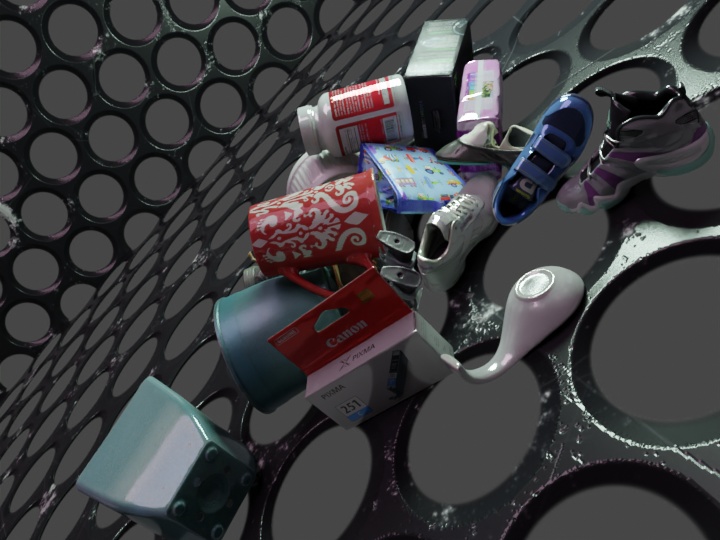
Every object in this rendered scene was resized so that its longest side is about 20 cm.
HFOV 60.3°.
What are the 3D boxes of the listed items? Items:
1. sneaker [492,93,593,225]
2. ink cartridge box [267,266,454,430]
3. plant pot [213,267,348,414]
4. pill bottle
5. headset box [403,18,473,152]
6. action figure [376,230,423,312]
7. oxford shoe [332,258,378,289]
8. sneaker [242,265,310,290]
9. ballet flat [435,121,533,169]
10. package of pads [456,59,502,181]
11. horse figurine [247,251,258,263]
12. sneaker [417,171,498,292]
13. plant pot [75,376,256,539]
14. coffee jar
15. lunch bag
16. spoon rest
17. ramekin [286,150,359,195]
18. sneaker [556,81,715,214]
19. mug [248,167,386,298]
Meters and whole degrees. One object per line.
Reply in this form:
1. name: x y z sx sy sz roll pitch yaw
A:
1. sneaker: 0.243 -0.140 0.837 0.082 0.073 0.203 -48 -12 -52
2. ink cartridge box: -0.002 0.113 0.821 0.198 0.176 0.045 -34 29 25
3. plant pot: -0.107 0.097 1.005 0.184 0.203 0.202 -26 30 5
4. pill bottle: -0.009 -0.270 1.108 0.194 0.115 0.113 -13 33 4
5. headset box: 0.153 -0.336 1.163 0.090 0.177 0.203 4 49 19
6. action figure: 0.053 0.034 0.874 0.067 0.202 0.133 8 59 8
7. oxford shoe: 0.000 0.000 0.996 0.073 0.070 0.202 -46 63 24
8. sneaker: -0.125 0.036 1.142 0.111 0.200 0.078 -15 65 13
9. ballet flat: 0.209 -0.185 0.929 0.194 0.071 0.068 13 21 21
10. package of pads: 0.206 -0.255 1.054 0.073 0.123 0.203 -2 44 15
11. horse figurine: -0.163 -0.043 1.353 0.202 0.131 0.050 -55 7 3
12. sneaker: 0.148 -0.069 0.916 0.074 0.100 0.203 22 74 33
13. plant pot: -0.275 0.315 0.964 0.197 0.197 0.199 4 55 45
14. coffee jar: -0.003 -0.028 1.107 0.197 0.085 0.106 -24 38 37
15. lunch bag: 0.094 -0.141 1.040 0.200 0.146 0.097 -132 46 -57
16. spoon rest: 0.188 0.067 0.750 0.198 0.061 0.099 -39 27 -10
17. ramekin: -0.041 -0.139 1.203 0.201 0.202 0.095 -41 38 11
18. sneaker: 0.308 -0.160 0.757 0.197 0.140 0.079 -27 32 33
19. mug: -0.060 -0.051 0.921 0.194 0.136 0.181 -11 44 5
